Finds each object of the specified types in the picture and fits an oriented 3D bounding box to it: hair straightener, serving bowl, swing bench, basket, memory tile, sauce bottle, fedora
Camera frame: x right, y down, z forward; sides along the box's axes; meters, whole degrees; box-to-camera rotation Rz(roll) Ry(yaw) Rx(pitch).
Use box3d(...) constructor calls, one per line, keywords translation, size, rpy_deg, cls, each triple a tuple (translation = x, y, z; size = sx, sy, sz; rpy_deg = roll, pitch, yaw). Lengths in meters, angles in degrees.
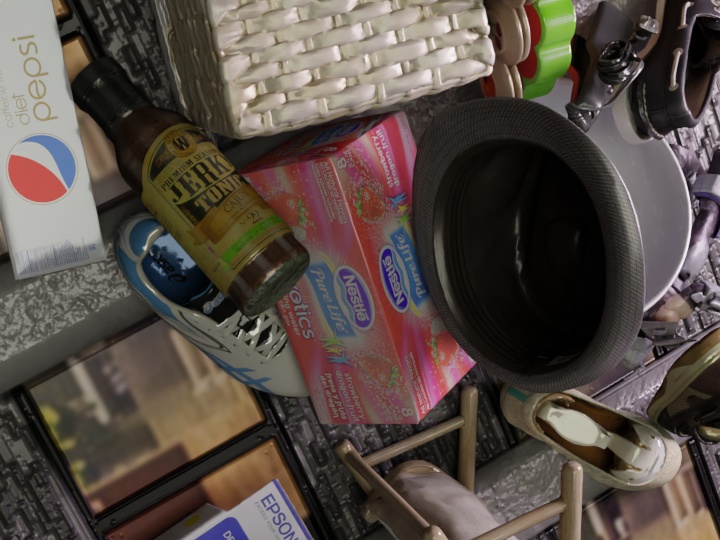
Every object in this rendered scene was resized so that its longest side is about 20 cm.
box3d(translation=(0.175, -0.156, 0.836), size=(0.041, 0.200, 0.077), rpy_deg=(38, 122, -3), cls="hair straightener")
box3d(translation=(0.149, -0.043, 0.897), size=(0.197, 0.066, 0.203), rpy_deg=(3, 72, -8), cls="serving bowl")
box3d(translation=(0.092, 0.224, 0.879), size=(0.128, 0.199, 0.202), rpy_deg=(-21, 106, -14), cls="swing bench")
box3d(translation=(-0.037, -0.204, 0.773), size=(0.198, 0.161, 0.201), rpy_deg=(-15, 106, -14), cls="basket")
box3d(translation=(0.075, -0.212, 0.777), size=(0.017, 0.154, 0.201), rpy_deg=(-19, 146, -12), cls="memory tile")
box3d(translation=(-0.119, -0.060, 0.783), size=(0.065, 0.065, 0.200), rpy_deg=(-43, 81, -7), cls="sauce bottle")
box3d(translation=(0.125, -0.023, 0.777), size=(0.090, 0.176, 0.202), rpy_deg=(-23, 103, -45), cls="fedora")

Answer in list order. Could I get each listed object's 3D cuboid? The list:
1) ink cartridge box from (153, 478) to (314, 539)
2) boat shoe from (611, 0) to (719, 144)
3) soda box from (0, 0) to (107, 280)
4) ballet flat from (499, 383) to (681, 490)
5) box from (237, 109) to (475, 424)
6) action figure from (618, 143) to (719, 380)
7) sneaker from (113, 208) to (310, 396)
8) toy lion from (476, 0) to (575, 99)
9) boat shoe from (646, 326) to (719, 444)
box3d(translation=(-0.107, 0.288, 0.905), size=(0.199, 0.047, 0.199), rpy_deg=(-32, 108, -13), cls="ink cartridge box")
box3d(translation=(0.254, -0.174, 0.894), size=(0.200, 0.060, 0.074), rpy_deg=(-53, 122, -36), cls="boat shoe")
box3d(translation=(-0.222, -0.101, 0.775), size=(0.063, 0.068, 0.203), rpy_deg=(-13, 105, -16), cls="soda box")
box3d(translation=(0.202, 0.144, 0.976), size=(0.198, 0.062, 0.068), rpy_deg=(24, 92, -22), cls="ballet flat")
box3d(translation=(0.000, 0.000, 0.839), size=(0.102, 0.094, 0.202), rpy_deg=(-37, 114, -48), cls="box")
box3d(translation=(0.250, -0.002, 0.934), size=(0.069, 0.129, 0.202), rpy_deg=(36, 73, -36), cls="action figure")
box3d(translation=(-0.096, 0.031, 0.844), size=(0.200, 0.072, 0.072), rpy_deg=(40, 85, -23), cls="sneaker")
box3d(translation=(0.097, -0.228, 0.816), size=(0.068, 0.192, 0.202), rpy_deg=(-17, 74, -19), cls="toy lion")
box3d(translation=(0.277, 0.109, 0.936), size=(0.073, 0.200, 0.065), rpy_deg=(-34, 67, -1), cls="boat shoe")
